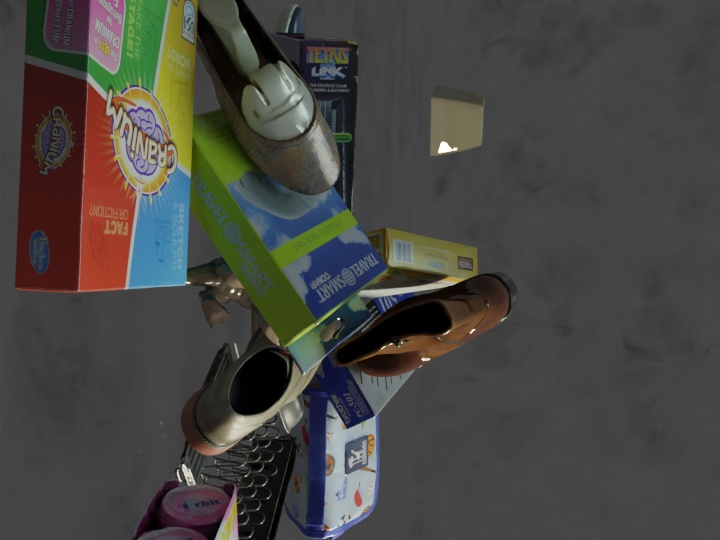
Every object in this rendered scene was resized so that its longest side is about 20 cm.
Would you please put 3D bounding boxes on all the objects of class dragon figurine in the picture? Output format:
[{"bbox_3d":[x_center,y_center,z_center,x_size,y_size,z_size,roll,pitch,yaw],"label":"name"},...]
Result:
[{"bbox_3d":[-0.104,0.001,0.675,0.060,0.197,0.100,-59,-146,19],"label":"dragon figurine"}]

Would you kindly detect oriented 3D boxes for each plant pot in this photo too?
[{"bbox_3d":[0.335,-0.513,2.767,0.201,0.173,0.204,-64,155,-64],"label":"plant pot"}]

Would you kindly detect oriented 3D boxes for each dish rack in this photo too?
[{"bbox_3d":[-0.114,0.177,0.764,0.155,0.053,0.203,-78,166,-46],"label":"dish rack"}]

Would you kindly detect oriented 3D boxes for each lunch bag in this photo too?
[{"bbox_3d":[-0.037,0.195,0.950,0.200,0.121,0.175,-71,162,-84],"label":"lunch bag"}]

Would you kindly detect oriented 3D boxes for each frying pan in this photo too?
[{"bbox_3d":[-0.089,0.066,0.814,0.115,0.030,0.194,91,-15,-79],"label":"frying pan"}]

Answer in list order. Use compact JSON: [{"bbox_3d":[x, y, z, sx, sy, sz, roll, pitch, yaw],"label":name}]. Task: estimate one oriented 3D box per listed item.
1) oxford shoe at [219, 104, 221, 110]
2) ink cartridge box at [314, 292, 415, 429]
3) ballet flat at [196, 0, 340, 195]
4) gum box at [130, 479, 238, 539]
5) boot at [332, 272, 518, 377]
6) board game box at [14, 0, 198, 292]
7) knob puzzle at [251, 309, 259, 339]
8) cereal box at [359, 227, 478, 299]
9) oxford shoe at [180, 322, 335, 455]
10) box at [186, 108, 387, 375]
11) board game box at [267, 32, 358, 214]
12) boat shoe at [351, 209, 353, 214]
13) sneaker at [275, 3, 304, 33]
[{"bbox_3d":[-0.102,-0.119,0.741,0.076,0.056,0.203,77,16,-46],"label":"oxford shoe"},{"bbox_3d":[0.018,0.084,0.901,0.095,0.044,0.200,59,31,-4],"label":"ink cartridge box"},{"bbox_3d":[-0.081,-0.146,0.595,0.201,0.068,0.067,53,-13,7],"label":"ballet flat"},{"bbox_3d":[-0.133,0.247,0.578,0.200,0.064,0.116,-79,170,-77],"label":"gum box"},{"bbox_3d":[0.035,0.065,0.706,0.199,0.185,0.070,-15,86,-62],"label":"boot"},{"bbox_3d":[-0.152,-0.091,0.507,0.153,0.039,0.205,-5,98,-80],"label":"board game box"},{"bbox_3d":[-0.084,0.025,0.952,0.219,0.030,0.226,2,90,-80],"label":"knob puzzle"},{"bbox_3d":[0.000,0.000,0.816,0.142,0.197,0.041,8,77,-46],"label":"cereal box"},{"bbox_3d":[-0.069,0.084,0.709,0.071,0.074,0.200,50,42,-7],"label":"oxford shoe"},{"bbox_3d":[-0.060,-0.034,0.636,0.202,0.047,0.122,55,35,1],"label":"box"},{"bbox_3d":[-0.054,-0.139,0.779,0.200,0.055,0.169,-131,-140,-67],"label":"board game box"},{"bbox_3d":[-0.044,-0.064,0.998,0.071,0.069,0.204,56,31,-52],"label":"boat shoe"},{"bbox_3d":[-0.052,-0.196,0.919,0.075,0.082,0.205,-63,154,-66],"label":"sneaker"}]
